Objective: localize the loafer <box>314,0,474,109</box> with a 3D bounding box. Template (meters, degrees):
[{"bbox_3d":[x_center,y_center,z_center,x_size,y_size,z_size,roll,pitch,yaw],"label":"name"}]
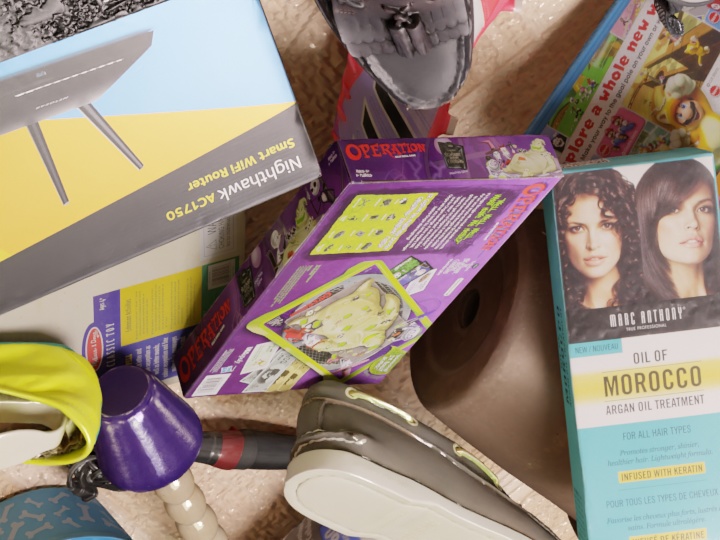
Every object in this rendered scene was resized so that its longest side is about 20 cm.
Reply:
[{"bbox_3d":[0.004,-0.148,1.132,0.071,0.063,0.201,-14,123,6],"label":"loafer"}]

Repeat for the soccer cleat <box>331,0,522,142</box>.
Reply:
[{"bbox_3d":[0.018,-0.102,1.239,0.076,0.067,0.201,18,126,-16],"label":"soccer cleat"}]

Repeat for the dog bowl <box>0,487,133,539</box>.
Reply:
[{"bbox_3d":[-0.192,0.196,1.410,0.111,0.050,0.201,12,123,-41],"label":"dog bowl"}]

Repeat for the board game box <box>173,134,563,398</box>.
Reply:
[{"bbox_3d":[0.000,0.000,1.266,0.119,0.033,0.200,1,148,-30],"label":"board game box"}]

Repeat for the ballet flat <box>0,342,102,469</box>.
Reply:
[{"bbox_3d":[-0.214,0.065,1.220,0.198,0.067,0.067,2,132,-21],"label":"ballet flat"}]

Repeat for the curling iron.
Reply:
[{"bbox_3d":[-0.077,0.099,1.407,0.199,0.026,0.050,-1,153,-39],"label":"curling iron"}]

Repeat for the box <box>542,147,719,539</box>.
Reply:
[{"bbox_3d":[0.139,0.045,1.274,0.082,0.049,0.202,-7,95,-2],"label":"box"}]

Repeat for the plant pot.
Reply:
[{"bbox_3d":[0.124,0.050,1.380,0.174,0.201,0.201,20,120,-25],"label":"plant pot"}]

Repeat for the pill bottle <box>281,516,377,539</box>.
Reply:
[{"bbox_3d":[-0.024,0.210,1.480,0.200,0.114,0.113,-45,140,21],"label":"pill bottle"}]

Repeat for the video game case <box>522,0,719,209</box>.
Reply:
[{"bbox_3d":[0.191,-0.052,1.300,0.144,0.199,0.018,-55,-178,6],"label":"video game case"}]

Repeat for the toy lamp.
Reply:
[{"bbox_3d":[-0.090,0.122,1.346,0.058,0.058,0.201,-27,135,-6],"label":"toy lamp"}]

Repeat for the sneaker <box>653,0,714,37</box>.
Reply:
[{"bbox_3d":[0.171,-0.174,1.233,0.198,0.078,0.141,-7,125,-22],"label":"sneaker"}]

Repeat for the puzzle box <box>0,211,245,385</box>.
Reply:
[{"bbox_3d":[-0.120,-0.012,1.260,0.132,0.025,0.201,-16,138,-19],"label":"puzzle box"}]

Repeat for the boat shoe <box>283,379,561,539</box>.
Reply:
[{"bbox_3d":[0.043,0.121,1.369,0.201,0.061,0.072,31,138,-34],"label":"boat shoe"}]

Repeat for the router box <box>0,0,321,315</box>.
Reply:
[{"bbox_3d":[-0.133,-0.071,1.133,0.199,0.051,0.150,-23,126,-3],"label":"router box"}]
